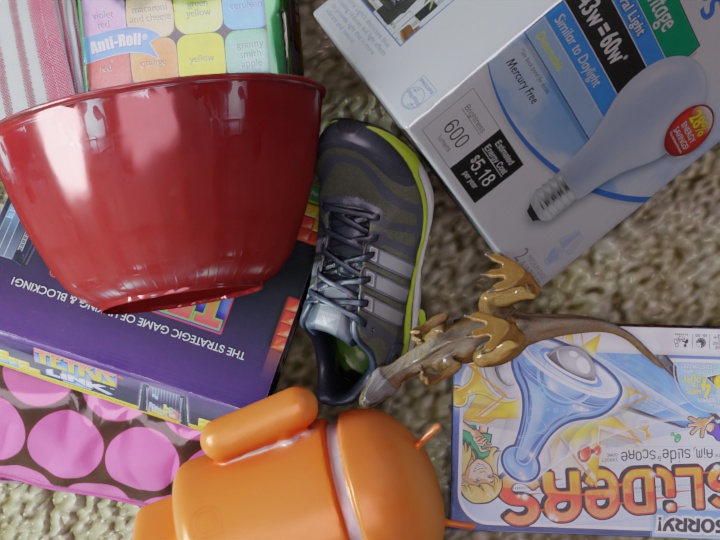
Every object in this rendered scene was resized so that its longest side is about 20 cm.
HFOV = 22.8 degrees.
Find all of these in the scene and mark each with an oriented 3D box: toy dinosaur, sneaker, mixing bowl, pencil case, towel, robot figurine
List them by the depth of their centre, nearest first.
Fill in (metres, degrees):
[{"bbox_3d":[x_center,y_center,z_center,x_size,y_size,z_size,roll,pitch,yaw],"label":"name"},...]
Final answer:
[{"bbox_3d":[-0.110,-0.036,1.019,0.198,0.200,0.110,-9,84,3],"label":"mixing bowl"},{"bbox_3d":[-0.035,0.153,1.060,0.198,0.117,0.145,-18,75,5],"label":"robot figurine"},{"bbox_3d":[0.091,0.035,1.089,0.198,0.106,0.061,-11,68,-4],"label":"toy dinosaur"},{"bbox_3d":[0.000,0.000,1.089,0.073,0.081,0.202,12,129,23],"label":"sneaker"},{"bbox_3d":[-0.267,-0.108,1.142,0.198,0.030,0.148,-19,59,5],"label":"towel"},{"bbox_3d":[-0.167,0.109,1.146,0.198,0.091,0.095,11,84,0],"label":"pencil case"}]

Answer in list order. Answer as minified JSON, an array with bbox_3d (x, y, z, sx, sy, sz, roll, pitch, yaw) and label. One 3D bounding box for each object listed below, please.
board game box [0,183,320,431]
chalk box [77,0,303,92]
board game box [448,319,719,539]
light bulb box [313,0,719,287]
[{"bbox_3d":[-0.131,0.000,1.121,0.198,0.057,0.167,17,62,2],"label":"board game box"},{"bbox_3d":[-0.103,-0.161,1.078,0.123,0.200,0.126,-5,91,3],"label":"chalk box"},{"bbox_3d":[0.157,0.102,1.157,0.197,0.034,0.137,1,92,3],"label":"board game box"},{"bbox_3d":[0.114,-0.129,1.058,0.199,0.198,0.125,-39,50,3],"label":"light bulb box"}]
